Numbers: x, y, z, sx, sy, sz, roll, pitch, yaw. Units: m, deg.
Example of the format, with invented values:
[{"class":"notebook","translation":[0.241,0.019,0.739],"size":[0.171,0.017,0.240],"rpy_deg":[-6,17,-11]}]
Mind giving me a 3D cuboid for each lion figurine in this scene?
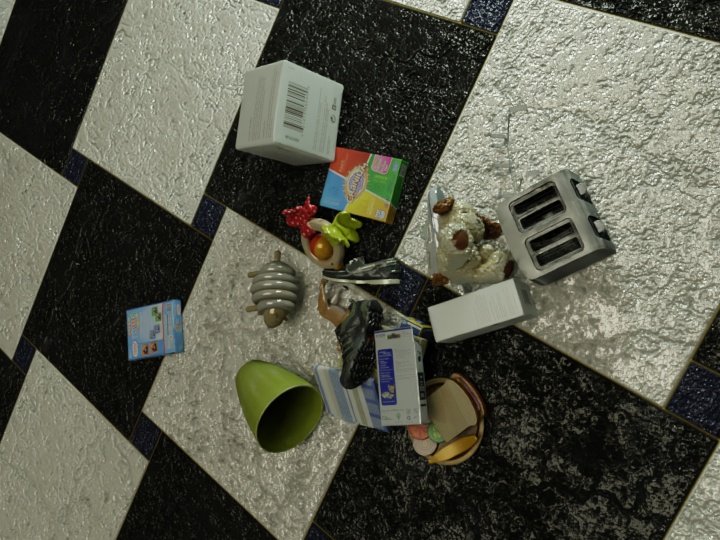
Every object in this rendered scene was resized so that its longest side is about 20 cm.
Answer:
[{"class":"lion figurine","translation":[-0.055,0.110,1.566],"size":[0.200,0.072,0.123],"rpy_deg":[48,122,40]}]

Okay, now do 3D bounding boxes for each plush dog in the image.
[{"class":"plush dog","translation":[0.216,-0.064,1.364],"size":[0.160,0.199,0.173],"rpy_deg":[-28,45,49]}]

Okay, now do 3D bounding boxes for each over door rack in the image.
[{"class":"over door rack","translation":[0.299,-0.229,1.315],"size":[0.066,0.200,0.150],"rpy_deg":[-7,80,-1]}]

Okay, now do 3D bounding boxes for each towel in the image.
[{"class":"towel","translation":[-0.021,0.292,1.484],"size":[0.199,0.024,0.148],"rpy_deg":[3,118,44]}]

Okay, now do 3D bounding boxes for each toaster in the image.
[{"class":"toaster","translation":[0.381,-0.081,1.292],"size":[0.199,0.118,0.183],"rpy_deg":[-28,70,25]}]

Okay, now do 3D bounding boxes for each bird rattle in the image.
[{"class":"bird rattle","translation":[-0.102,-0.079,1.578],"size":[0.198,0.113,0.165],"rpy_deg":[14,123,24]}]

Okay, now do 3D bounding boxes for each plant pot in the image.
[{"class":"plant pot","translation":[-0.221,0.309,1.587],"size":[0.200,0.186,0.189],"rpy_deg":[35,103,44]}]

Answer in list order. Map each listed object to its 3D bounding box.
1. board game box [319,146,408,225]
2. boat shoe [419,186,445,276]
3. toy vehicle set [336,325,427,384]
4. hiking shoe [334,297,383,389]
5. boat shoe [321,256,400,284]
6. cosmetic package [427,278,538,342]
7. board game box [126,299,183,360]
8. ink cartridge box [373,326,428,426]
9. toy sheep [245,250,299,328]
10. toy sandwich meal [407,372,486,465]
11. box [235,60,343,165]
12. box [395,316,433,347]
[{"class":"board game box","translation":[0.006,-0.208,1.572],"size":[0.198,0.040,0.155],"rpy_deg":[16,93,31]},{"class":"boat shoe","translation":[0.163,-0.085,1.446],"size":[0.066,0.073,0.202],"rpy_deg":[-12,79,28]},{"class":"toy vehicle set","translation":[0.045,0.186,1.433],"size":[0.198,0.026,0.126],"rpy_deg":[16,92,34]},{"class":"hiking shoe","translation":[-0.014,0.160,1.420],"size":[0.100,0.075,0.202],"rpy_deg":[3,70,45]},{"class":"boat shoe","translation":[0.000,0.000,1.534],"size":[0.198,0.072,0.069],"rpy_deg":[0,91,23]},{"class":"cosmetic package","translation":[0.255,0.088,1.352],"size":[0.199,0.112,0.082],"rpy_deg":[-23,73,28]},{"class":"board game box","translation":[-0.607,0.177,1.895],"size":[0.198,0.036,0.153],"rpy_deg":[-12,78,28]},{"class":"ink cartridge box","translation":[0.085,0.224,1.362],"size":[0.099,0.039,0.203],"rpy_deg":[-10,80,32]},{"class":"toy sheep","translation":[-0.219,0.046,1.629],"size":[0.137,0.137,0.202],"rpy_deg":[-11,73,29]},{"class":"toy sandwich meal","translation":[0.179,0.324,1.393],"size":[0.203,0.070,0.208],"rpy_deg":[-4,82,30]},{"class":"box","translation":[-0.174,-0.378,1.588],"size":[0.170,0.199,0.202],"rpy_deg":[5,87,45]},{"class":"box","translation":[0.093,0.208,1.457],"size":[0.064,0.070,0.202],"rpy_deg":[24,97,31]}]
